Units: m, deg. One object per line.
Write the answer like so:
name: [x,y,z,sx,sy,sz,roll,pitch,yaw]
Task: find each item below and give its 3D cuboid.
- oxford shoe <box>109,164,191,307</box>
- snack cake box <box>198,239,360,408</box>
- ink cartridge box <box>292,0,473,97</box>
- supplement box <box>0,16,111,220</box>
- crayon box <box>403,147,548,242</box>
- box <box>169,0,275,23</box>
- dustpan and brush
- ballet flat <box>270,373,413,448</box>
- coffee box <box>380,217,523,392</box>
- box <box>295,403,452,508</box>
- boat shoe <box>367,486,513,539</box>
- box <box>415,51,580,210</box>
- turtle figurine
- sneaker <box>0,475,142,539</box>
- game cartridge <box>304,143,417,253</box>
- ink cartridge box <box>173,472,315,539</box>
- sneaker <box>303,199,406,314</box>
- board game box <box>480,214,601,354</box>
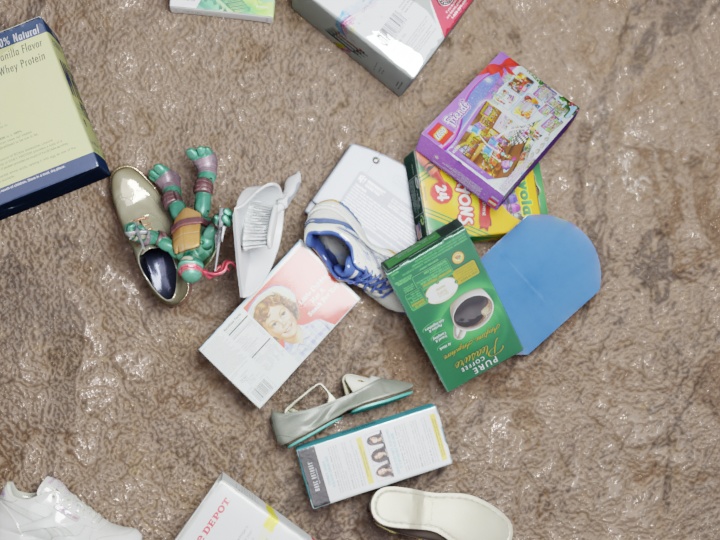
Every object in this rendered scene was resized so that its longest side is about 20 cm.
oxford shoe: [-0.277,-0.049,1.605,0.070,0.074,0.202,-27,90,-3]
snack cake box: [-0.108,0.071,1.623,0.115,0.067,0.200,44,85,-1]
ink cartridge box: [0.026,-0.356,1.605,0.199,0.145,0.146,39,86,-4]
supplement box: [-0.454,-0.185,1.562,0.198,0.134,0.202,-22,91,-5]
crayon box: [0.166,-0.106,1.637,0.197,0.051,0.129,-7,82,-17]
box: [-0.179,-0.444,1.643,0.142,0.036,0.203,5,89,-5]
dustpan and brush: [-0.117,-0.074,1.583,0.056,0.201,0.141,3,126,5]
ballet flat: [-0.027,0.173,1.629,0.198,0.067,0.064,-23,82,-6]
coffee box: [0.120,0.048,1.589,0.122,0.044,0.201,-30,114,-1]
box: [0.017,0.249,1.638,0.198,0.049,0.083,-17,90,-5]
boat shoe: [0.106,0.336,1.640,0.197,0.060,0.073,12,72,-6]
box: [0.184,-0.189,1.614,0.136,0.039,0.200,38,59,10]
turtle figurine: [-0.224,-0.057,1.551,0.148,0.101,0.202,-11,54,6]
sneaker: [-0.382,0.325,1.587,0.197,0.075,0.101,9,89,-5]
game cartridge: [0.040,-0.075,1.656,0.199,0.040,0.134,37,89,-4]
ink cartridge box: [-0.147,0.384,1.603,0.199,0.083,0.146,37,85,-4]
sneaker: [0.000,0.000,1.598,0.200,0.088,0.075,40,122,-8]
board game box: [0.223,0.012,1.642,0.200,0.039,0.158,-43,112,7]
